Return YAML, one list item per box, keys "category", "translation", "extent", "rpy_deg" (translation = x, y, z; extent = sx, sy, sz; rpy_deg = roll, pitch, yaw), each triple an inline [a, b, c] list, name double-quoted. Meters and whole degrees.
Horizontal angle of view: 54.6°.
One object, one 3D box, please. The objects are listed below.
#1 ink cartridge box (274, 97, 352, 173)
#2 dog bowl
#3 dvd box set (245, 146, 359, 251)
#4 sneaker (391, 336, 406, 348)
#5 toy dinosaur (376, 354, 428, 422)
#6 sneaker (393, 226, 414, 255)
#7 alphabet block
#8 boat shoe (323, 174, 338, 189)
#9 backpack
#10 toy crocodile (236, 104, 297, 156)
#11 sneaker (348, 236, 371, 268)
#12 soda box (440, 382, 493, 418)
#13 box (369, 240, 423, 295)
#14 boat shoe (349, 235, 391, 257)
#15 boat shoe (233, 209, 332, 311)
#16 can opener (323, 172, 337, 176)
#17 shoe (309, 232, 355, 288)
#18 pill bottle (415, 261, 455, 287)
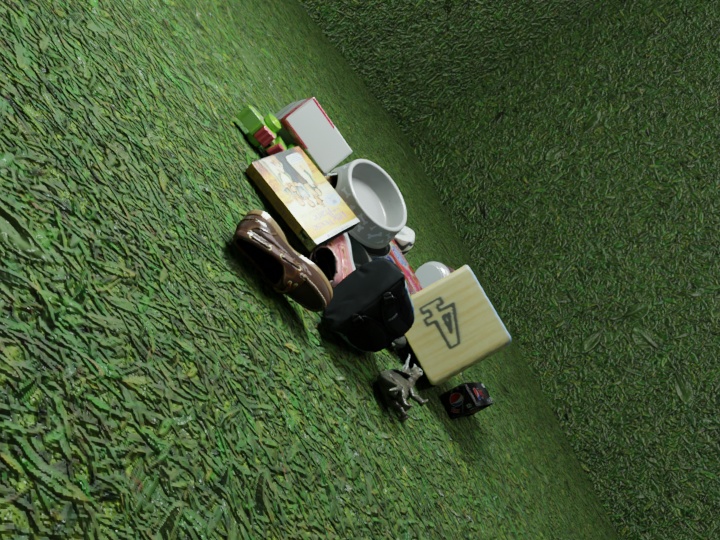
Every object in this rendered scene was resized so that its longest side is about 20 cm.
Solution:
- category: "ink cartridge box"
  translation: [-0.118, -0.298, 1.550]
  extent: [0.145, 0.084, 0.200]
  rpy_deg: [53, -9, -20]
- category: "dog bowl"
  translation: [0.020, -0.148, 1.479]
  extent: [0.200, 0.059, 0.200]
  rpy_deg: [31, 42, -34]
- category: "dvd box set"
  translation: [-0.108, -0.142, 1.343]
  extent: [0.200, 0.029, 0.146]
  rpy_deg: [52, 41, 6]
- category: "sneaker"
  translation: [0.052, 0.077, 1.466]
  extent: [0.200, 0.090, 0.066]
  rpy_deg: [54, 16, -15]
- category: "toy dinosaur"
  translation: [0.064, 0.220, 1.289]
  extent: [0.102, 0.077, 0.200]
  rpy_deg: [50, 16, 21]
- category: "sneaker"
  translation: [0.029, -0.074, 1.755]
  extent: [0.199, 0.130, 0.080]
  rpy_deg: [20, 39, 1]
- category: "alphabet block"
  translation: [0.206, 0.130, 1.587]
  extent: [0.197, 0.200, 0.195]
  rpy_deg: [61, 4, 15]
- category: "boat shoe"
  translation: [-0.096, -0.156, 1.461]
  extent: [0.200, 0.070, 0.070]
  rpy_deg: [-21, 87, -53]
- category: "backpack"
  translation: [0.024, 0.072, 1.274]
  extent: [0.154, 0.163, 0.200]
  rpy_deg: [51, 0, 42]
- category: "toy crocodile"
  translation: [-0.178, -0.258, 1.447]
  extent: [0.200, 0.067, 0.062]
  rpy_deg: [49, 16, -30]
- category: "sneaker"
  translation: [0.000, 0.000, 1.521]
  extent: [0.200, 0.070, 0.080]
  rpy_deg: [58, 7, -32]
- category: "soda box"
  translation: [0.262, 0.315, 1.702]
  extent: [0.063, 0.071, 0.200]
  rpy_deg: [64, 16, 19]
- category: "box"
  translation: [0.054, -0.009, 1.638]
  extent: [0.200, 0.095, 0.100]
  rpy_deg: [58, 15, 2]
- category: "boat shoe"
  translation: [-0.018, -0.072, 1.526]
  extent: [0.200, 0.075, 0.062]
  rpy_deg: [27, 33, -27]
- category: "boat shoe"
  translation: [-0.123, 0.000, 1.088]
  extent: [0.200, 0.070, 0.070]
  rpy_deg: [47, 35, -22]
- category: "can opener"
  translation: [-0.094, -0.196, 1.624]
  extent: [0.067, 0.053, 0.200]
  rpy_deg: [65, 17, -6]
- category: "shoe"
  translation: [-0.062, -0.041, 1.372]
  extent: [0.091, 0.071, 0.200]
  rpy_deg: [41, 25, -56]
- category: "pill bottle"
  translation: [0.229, 0.033, 2.091]
  extent: [0.113, 0.113, 0.200]
  rpy_deg: [62, 14, 16]
